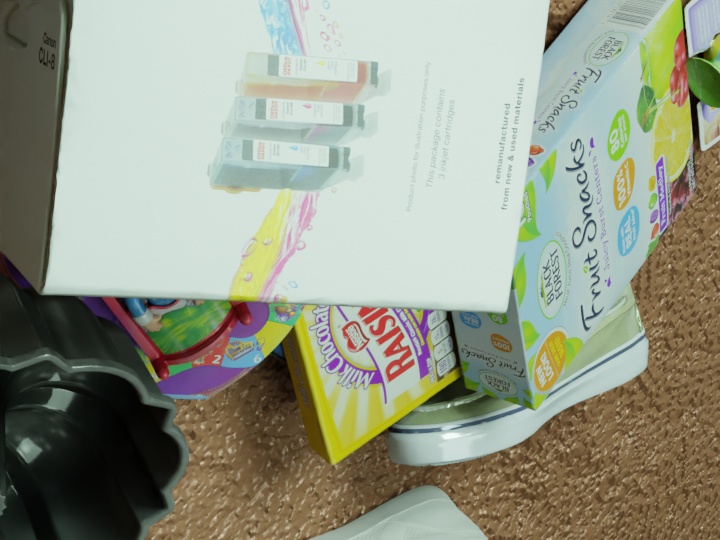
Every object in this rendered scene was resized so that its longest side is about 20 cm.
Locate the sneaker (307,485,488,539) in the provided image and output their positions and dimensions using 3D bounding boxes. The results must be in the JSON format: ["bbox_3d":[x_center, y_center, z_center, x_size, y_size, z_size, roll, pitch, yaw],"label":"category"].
[{"bbox_3d":[0.006,0.206,1.169,0.199,0.115,0.074,-29,134,-25],"label":"sneaker"}]

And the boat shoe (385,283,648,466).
[{"bbox_3d":[0.089,0.056,1.199,0.199,0.072,0.063,-24,108,-38],"label":"boat shoe"}]

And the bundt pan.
[{"bbox_3d":[-0.181,0.078,0.904,0.200,0.076,0.203,-16,142,-13],"label":"bundt pan"}]

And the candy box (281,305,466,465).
[{"bbox_3d":[0.000,0.000,1.050,0.102,0.026,0.201,-32,133,-20],"label":"candy box"}]

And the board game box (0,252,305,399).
[{"bbox_3d":[-0.102,0.003,0.945,0.198,0.039,0.159,5,120,-26],"label":"board game box"}]

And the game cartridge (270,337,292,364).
[{"bbox_3d":[-0.008,-0.008,1.081,0.200,0.038,0.130,32,88,-49],"label":"game cartridge"}]

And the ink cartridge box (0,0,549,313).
[{"bbox_3d":[-0.047,-0.070,0.834,0.198,0.145,0.146,4,101,-23],"label":"ink cartridge box"}]

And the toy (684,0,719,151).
[{"bbox_3d":[0.279,-0.163,1.241,0.199,0.047,0.116,-37,137,-19],"label":"toy"}]

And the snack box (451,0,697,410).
[{"bbox_3d":[0.116,-0.044,1.119,0.200,0.053,0.143,-49,141,-35],"label":"snack box"}]
